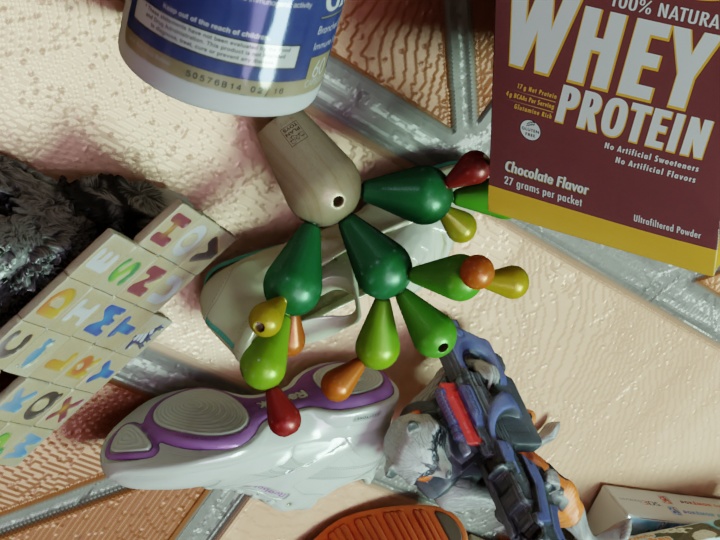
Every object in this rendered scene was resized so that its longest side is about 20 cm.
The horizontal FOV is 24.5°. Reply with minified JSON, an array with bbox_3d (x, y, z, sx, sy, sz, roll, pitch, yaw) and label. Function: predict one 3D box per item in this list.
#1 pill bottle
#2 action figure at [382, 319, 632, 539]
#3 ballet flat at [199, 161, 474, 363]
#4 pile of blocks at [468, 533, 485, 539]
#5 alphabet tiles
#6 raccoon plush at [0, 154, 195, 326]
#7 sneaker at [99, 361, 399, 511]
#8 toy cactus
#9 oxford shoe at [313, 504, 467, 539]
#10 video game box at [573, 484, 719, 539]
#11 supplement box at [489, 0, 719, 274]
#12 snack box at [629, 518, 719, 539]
[{"bbox_3d":[-0.049,-0.189,0.825,0.110,0.111,0.202,1,121,-29],"label":"pill bottle"},{"bbox_3d":[0.090,0.144,1.083,0.192,0.201,0.105,24,125,-39],"label":"action figure"},{"bbox_3d":[0.000,0.000,1.009,0.198,0.070,0.070,-25,130,-10],"label":"ballet flat"},{"bbox_3d":[0.132,0.287,1.238,0.082,0.062,0.200,-34,114,11],"label":"pile of blocks"},{"bbox_3d":[-0.157,0.038,0.930,0.200,0.008,0.167,-42,164,3],"label":"alphabet tiles"},{"bbox_3d":[-0.191,0.019,0.909,0.198,0.097,0.135,10,124,-33],"label":"raccoon plush"},{"bbox_3d":[-0.067,0.121,1.049,0.198,0.075,0.101,-8,123,-24],"label":"sneaker"},{"bbox_3d":[-0.004,-0.017,0.940,0.199,0.166,0.102,-36,176,1],"label":"toy cactus"},{"bbox_3d":[-0.016,0.227,1.165,0.198,0.072,0.073,-23,149,-7],"label":"oxford shoe"},{"bbox_3d":[0.227,0.271,1.328,0.181,0.047,0.202,10,116,-34],"label":"video game box"},{"bbox_3d":[0.171,-0.146,0.889,0.200,0.132,0.199,-47,145,-45],"label":"supplement box"},{"bbox_3d":[0.234,0.254,1.243,0.198,0.037,0.118,-5,101,-30],"label":"snack box"}]
